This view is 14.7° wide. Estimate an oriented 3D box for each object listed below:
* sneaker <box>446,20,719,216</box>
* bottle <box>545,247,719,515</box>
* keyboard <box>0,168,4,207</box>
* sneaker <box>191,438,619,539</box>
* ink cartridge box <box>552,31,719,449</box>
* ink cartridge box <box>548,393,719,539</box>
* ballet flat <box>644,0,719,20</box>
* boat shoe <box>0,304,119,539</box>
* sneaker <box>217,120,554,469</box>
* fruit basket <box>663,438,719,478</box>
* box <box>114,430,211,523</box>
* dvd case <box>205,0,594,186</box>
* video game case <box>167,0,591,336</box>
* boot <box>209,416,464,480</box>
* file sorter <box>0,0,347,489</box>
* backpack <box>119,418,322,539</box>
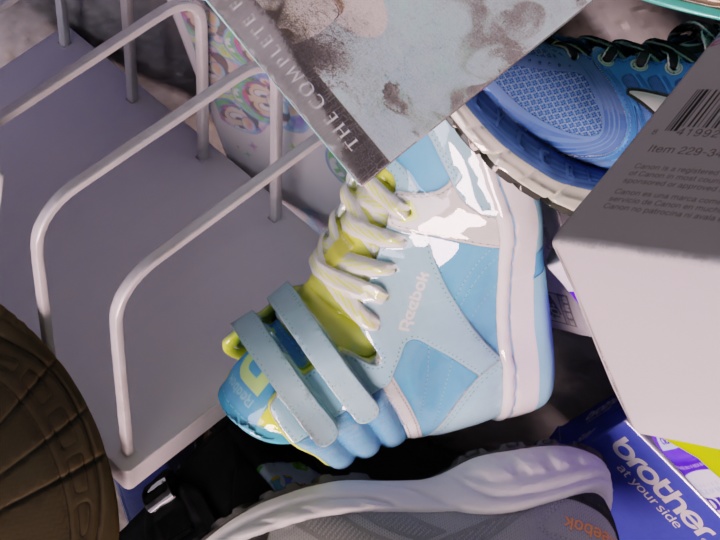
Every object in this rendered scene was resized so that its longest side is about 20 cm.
[{"bbox_3d":[0.100,-0.060,0.966,0.200,0.089,0.079,27,-163,-21],"label":"sneaker"},{"bbox_3d":[0.154,0.055,1.075,0.200,0.065,0.084,48,148,-9],"label":"bottle"},{"bbox_3d":[-0.169,0.002,1.117,0.056,0.011,0.200,45,150,18],"label":"keyboard"},{"bbox_3d":[0.012,0.124,1.104,0.074,0.200,0.079,99,158,-63],"label":"sneaker"},{"bbox_3d":[0.174,-0.034,0.826,0.147,0.200,0.086,9,135,41],"label":"ink cartridge box"},{"bbox_3d":[0.166,0.134,1.174,0.200,0.044,0.094,46,146,-5],"label":"ink cartridge box"},{"bbox_3d":[0.070,-0.134,0.955,0.200,0.067,0.067,18,110,34],"label":"ballet flat"},{"bbox_3d":[-0.166,0.041,1.091,0.201,0.072,0.066,57,155,-10],"label":"boat shoe"},{"bbox_3d":[0.000,0.000,1.058,0.080,0.130,0.200,-127,18,-48],"label":"sneaker"},{"bbox_3d":[0.188,0.046,0.903,0.215,0.216,0.156,-10,122,51],"label":"fruit basket"},{"bbox_3d":[-0.095,0.052,1.288,0.032,0.121,0.200,-4,133,8],"label":"box"},{"bbox_3d":[0.033,-0.143,0.885,0.146,0.200,0.022,51,-171,-12],"label":"dvd case"},{"bbox_3d":[0.005,-0.069,1.127,0.182,0.024,0.200,14,138,37],"label":"video game case"},{"bbox_3d":[0.009,0.130,1.312,0.203,0.073,0.154,30,148,21],"label":"boot"},{"bbox_3d":[-0.112,-0.044,1.134,0.200,0.139,0.125,39,151,26],"label":"file sorter"},{"bbox_3d":[-0.023,0.189,1.182,0.200,0.163,0.154,45,-174,38],"label":"backpack"}]
